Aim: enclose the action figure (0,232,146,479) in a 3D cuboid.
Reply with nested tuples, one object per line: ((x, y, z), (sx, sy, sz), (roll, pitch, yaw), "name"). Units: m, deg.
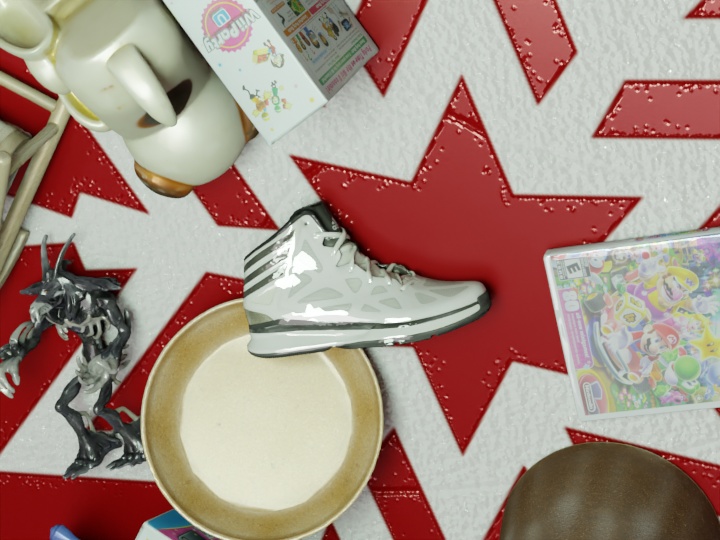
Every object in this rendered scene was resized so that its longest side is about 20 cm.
((-0.239, 0.075, 1.663), (0.118, 0.102, 0.202), (-6, 111, 32), "action figure")

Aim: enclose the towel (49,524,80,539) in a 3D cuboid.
((-0.182, 0.282, 1.723), (0.199, 0.145, 0.024), (31, 73, 3), "towel")

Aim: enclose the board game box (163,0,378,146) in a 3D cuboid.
((-0.084, -0.208, 1.471), (0.064, 0.148, 0.201), (-34, 98, 25), "board game box")

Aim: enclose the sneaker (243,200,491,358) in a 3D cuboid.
((0.000, 0.000, 1.570), (0.198, 0.076, 0.117), (-8, 96, 7), "sneaker")

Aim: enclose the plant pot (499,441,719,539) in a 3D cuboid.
((0.180, 0.262, 1.549), (0.185, 0.200, 0.189), (6, 113, 14), "plant pot")

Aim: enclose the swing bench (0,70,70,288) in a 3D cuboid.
((-0.369, -0.081, 1.628), (0.198, 0.130, 0.201), (28, 122, 4), "swing bench")

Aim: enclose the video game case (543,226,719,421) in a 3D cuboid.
((0.251, 0.040, 1.538), (0.198, 0.018, 0.145), (-8, 108, 20), "video game case")

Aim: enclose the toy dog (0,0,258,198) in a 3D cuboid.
((-0.154, -0.148, 1.510), (0.140, 0.200, 0.194), (-48, 51, -7), "toy dog")

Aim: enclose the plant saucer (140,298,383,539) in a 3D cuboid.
((-0.079, 0.124, 1.628), (0.198, 0.035, 0.202), (0, 82, 3), "plant saucer")

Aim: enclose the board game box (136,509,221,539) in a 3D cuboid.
((-0.081, 0.271, 1.636), (0.199, 0.147, 0.065), (30, 102, 14), "board game box")
